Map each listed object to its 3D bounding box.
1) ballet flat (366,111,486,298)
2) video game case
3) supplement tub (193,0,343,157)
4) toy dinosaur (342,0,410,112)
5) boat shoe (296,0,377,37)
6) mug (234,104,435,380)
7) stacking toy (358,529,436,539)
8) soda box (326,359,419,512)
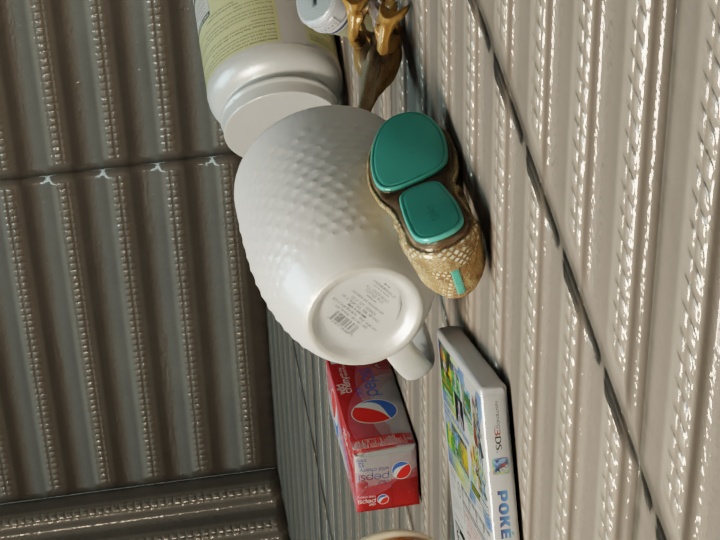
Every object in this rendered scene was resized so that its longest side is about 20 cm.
[{"bbox_3d":[0.047,-0.042,1.568,0.200,0.070,0.066,-100,-9,-59],"label":"ballet flat"},{"bbox_3d":[0.087,0.149,1.599,0.200,0.022,0.184,-121,25,-78],"label":"video game case"},{"bbox_3d":[-0.096,-0.230,2.331,0.145,0.144,0.201,92,169,-58],"label":"supplement tub"},{"bbox_3d":[0.013,-0.164,1.773,0.201,0.060,0.107,-73,-18,-45],"label":"toy dinosaur"},{"bbox_3d":[-0.018,-0.292,1.887,0.062,0.072,0.202,19,-110,-47],"label":"boat shoe"},{"bbox_3d":[0.000,0.000,1.680,0.200,0.147,0.176,54,-169,-35],"label":"mug"},{"bbox_3d":[0.057,0.301,1.736,0.200,0.145,0.147,28,127,60],"label":"stacking toy"},{"bbox_3d":[0.010,0.152,2.142,0.200,0.063,0.070,-107,12,-63],"label":"soda box"}]
